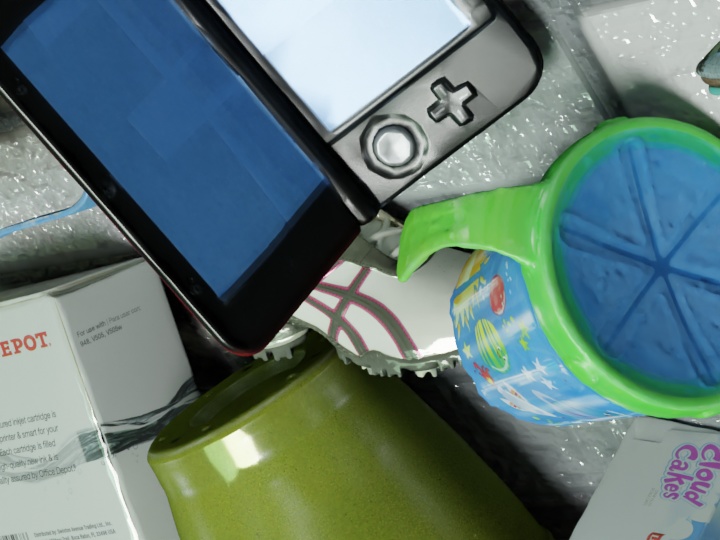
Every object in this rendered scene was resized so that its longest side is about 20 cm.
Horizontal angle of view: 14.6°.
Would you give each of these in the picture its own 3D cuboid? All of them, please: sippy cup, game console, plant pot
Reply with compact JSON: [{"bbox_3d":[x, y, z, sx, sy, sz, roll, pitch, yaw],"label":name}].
[{"bbox_3d":[0.110,0.012,1.292,0.178,0.140,0.130,50,150,-6],"label":"sippy cup"},{"bbox_3d":[-0.043,-0.098,1.235,0.172,0.119,0.200,-36,104,18],"label":"game console"},{"bbox_3d":[-0.010,0.140,1.484,0.200,0.200,0.193,-21,105,48],"label":"plant pot"}]

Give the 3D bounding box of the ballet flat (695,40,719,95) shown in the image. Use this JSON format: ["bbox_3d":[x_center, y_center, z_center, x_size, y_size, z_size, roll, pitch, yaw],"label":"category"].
[{"bbox_3d":[0.224,-0.108,1.135,0.200,0.074,0.074,0,131,35],"label":"ballet flat"}]

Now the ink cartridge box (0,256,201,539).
[{"bbox_3d":[-0.156,0.103,1.571,0.147,0.083,0.200,-12,99,44],"label":"ink cartridge box"}]

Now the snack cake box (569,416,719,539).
[{"bbox_3d":[0.165,0.188,1.444,0.067,0.115,0.200,10,136,29],"label":"snack cake box"}]

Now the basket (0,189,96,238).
[{"bbox_3d":[-0.196,-0.106,1.293,0.176,0.139,0.200,-18,89,46],"label":"basket"}]

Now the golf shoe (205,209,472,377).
[{"bbox_3d":[0.000,0.000,1.406,0.200,0.077,0.088,4,119,29],"label":"golf shoe"}]
